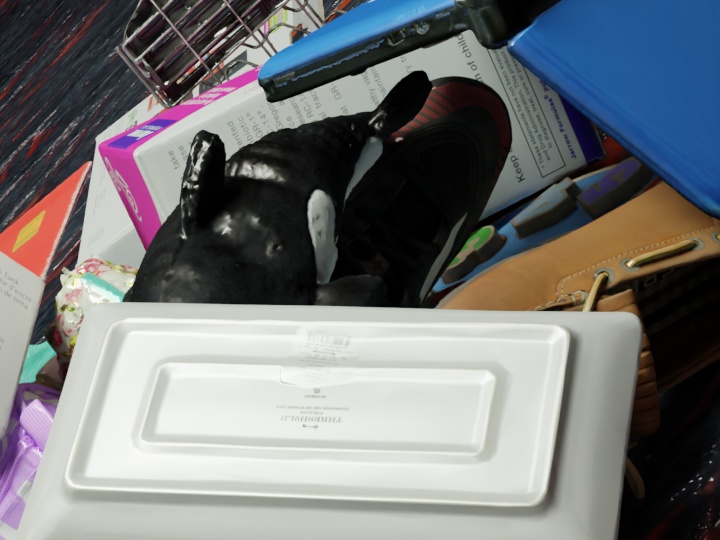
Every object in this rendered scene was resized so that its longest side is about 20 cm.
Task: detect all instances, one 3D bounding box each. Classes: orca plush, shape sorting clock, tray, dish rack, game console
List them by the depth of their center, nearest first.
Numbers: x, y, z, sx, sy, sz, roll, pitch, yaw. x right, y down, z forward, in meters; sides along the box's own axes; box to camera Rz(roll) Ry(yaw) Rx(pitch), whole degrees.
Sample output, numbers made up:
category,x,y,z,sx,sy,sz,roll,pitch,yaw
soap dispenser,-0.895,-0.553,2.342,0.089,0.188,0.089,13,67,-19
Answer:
category,x,y,z,sx,sy,sz,roll,pitch,yaw
tray,-0.012,0.050,0.741,0.199,0.022,0.108,1,52,16
orca plush,-0.035,-0.025,0.863,0.105,0.071,0.200,14,45,38
game console,0.089,-0.080,0.902,0.170,0.119,0.200,-18,11,36
shape sorting clock,0.065,0.016,0.949,0.200,0.039,0.200,-35,21,16
dish rack,-0.024,-0.098,1.131,0.153,0.200,0.055,-43,31,-5

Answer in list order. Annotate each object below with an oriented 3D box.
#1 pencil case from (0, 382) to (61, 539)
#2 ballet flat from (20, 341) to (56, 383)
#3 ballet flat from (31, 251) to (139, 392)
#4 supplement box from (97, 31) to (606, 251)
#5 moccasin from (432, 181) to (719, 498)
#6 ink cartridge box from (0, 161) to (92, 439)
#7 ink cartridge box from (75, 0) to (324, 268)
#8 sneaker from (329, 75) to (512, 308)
category,x,y,z,sx,sy,sz,roll,pitch,yaw
pencil case,-0.176,0.140,0.972,0.200,0.085,0.084,-51,57,6
ballet flat,-0.153,0.069,1.208,0.200,0.067,0.071,-27,38,38
ballet flat,-0.119,0.051,1.056,0.076,0.064,0.200,-48,-9,-33
supplement box,-0.007,-0.054,1.054,0.200,0.104,0.101,-29,12,-13
moccasin,0.083,0.032,0.802,0.201,0.074,0.078,-25,38,-32
ink cartridge box,-0.213,0.045,1.027,0.200,0.045,0.177,-36,30,35
ink cartridge box,-0.065,-0.063,1.287,0.175,0.084,0.200,-37,21,13
sneaker,0.000,0.000,0.947,0.201,0.071,0.098,-48,15,-9
